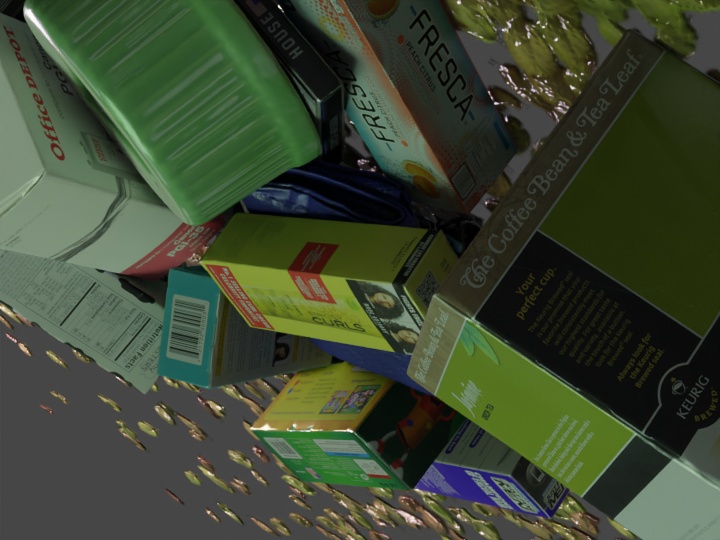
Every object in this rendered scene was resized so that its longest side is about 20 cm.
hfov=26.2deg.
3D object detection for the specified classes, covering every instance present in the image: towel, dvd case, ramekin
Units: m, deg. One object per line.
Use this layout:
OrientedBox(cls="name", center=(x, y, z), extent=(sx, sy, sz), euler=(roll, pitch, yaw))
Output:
OrientedBox(cls="towel", center=(0.000, 0.000, 1.098), extent=(0.147, 0.050, 0.200), euler=(21, 149, 32))
OrientedBox(cls="dvd case", center=(-0.065, -0.145, 1.015), extent=(0.150, 0.025, 0.200), euler=(50, 173, 6))
OrientedBox(cls="ramekin", center=(-0.124, -0.124, 0.982), extent=(0.200, 0.098, 0.200), euler=(50, 173, 8))

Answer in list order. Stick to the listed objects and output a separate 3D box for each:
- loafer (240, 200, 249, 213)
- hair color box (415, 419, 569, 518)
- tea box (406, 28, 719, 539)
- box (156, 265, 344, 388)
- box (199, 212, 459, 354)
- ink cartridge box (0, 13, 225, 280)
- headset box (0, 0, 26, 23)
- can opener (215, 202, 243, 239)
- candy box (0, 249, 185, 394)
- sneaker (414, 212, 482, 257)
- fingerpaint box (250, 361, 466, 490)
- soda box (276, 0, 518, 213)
OrientedBox(cls="loafer", center=(-0.063, -0.074, 1.174), extent=(0.072, 0.063, 0.200), euler=(16, 165, 31))
OrientedBox(cls="hair color box", center=(0.108, 0.137, 1.303), extent=(0.065, 0.109, 0.200), euler=(47, 157, -23))
OrientedBox(cls="tea box", center=(0.163, 0.016, 0.849), extent=(0.196, 0.200, 0.134), euler=(35, 159, 9))
OrientedBox(cls="box", center=(-0.075, 0.036, 1.186), extent=(0.049, 0.083, 0.200), euler=(11, -172, 28))
OrientedBox(cls="box", center=(-0.014, 0.008, 1.015), extent=(0.200, 0.050, 0.075), euler=(9, 143, 45))
OrientedBox(cls="ink cartridge box", center=(-0.205, -0.084, 1.091), extent=(0.200, 0.083, 0.147), euler=(15, -136, -59))
OrientedBox(cls="headset box", center=(-0.302, -0.200, 1.209), extent=(0.200, 0.093, 0.174), euler=(37, 174, 23))
OrientedBox(cls="can opener", center=(-0.097, -0.065, 1.263), extent=(0.079, 0.063, 0.200), euler=(48, 159, 18))
OrientedBox(cls="candy box", center=(-0.229, -0.016, 1.197), extent=(0.200, 0.072, 0.168), euler=(35, -167, -24))
OrientedBox(cls="sneaker", center=(0.055, -0.021, 1.148), extent=(0.200, 0.078, 0.090), euler=(31, 141, 5))
OrientedBox(cls="fingerpaint box", center=(0.022, 0.094, 1.272), extent=(0.073, 0.167, 0.200), euler=(47, 156, -16))
OrientedBox(cls="soda box", center=(0.023, -0.127, 0.964), extent=(0.068, 0.064, 0.200), euler=(17, 150, 44))
